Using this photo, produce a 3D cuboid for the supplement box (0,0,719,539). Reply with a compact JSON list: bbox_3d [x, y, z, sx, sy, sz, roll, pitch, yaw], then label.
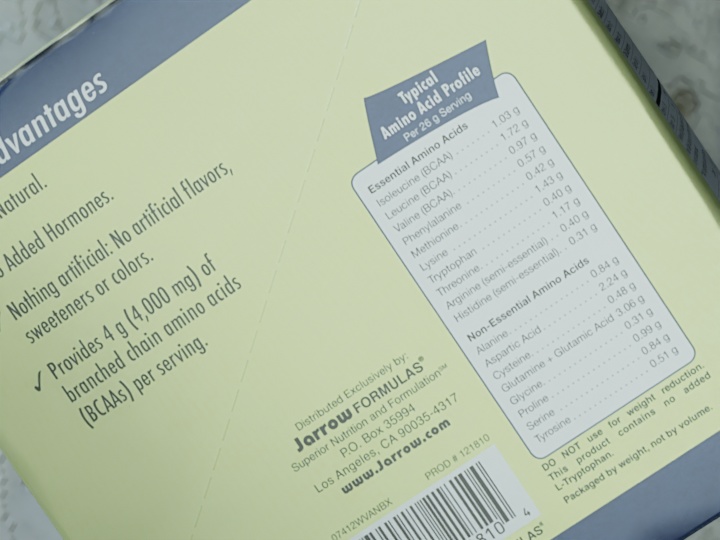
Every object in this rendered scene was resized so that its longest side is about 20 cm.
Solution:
[{"bbox_3d":[0.000,0.000,0.685,0.199,0.134,0.201,-33,94,9],"label":"supplement box"}]
